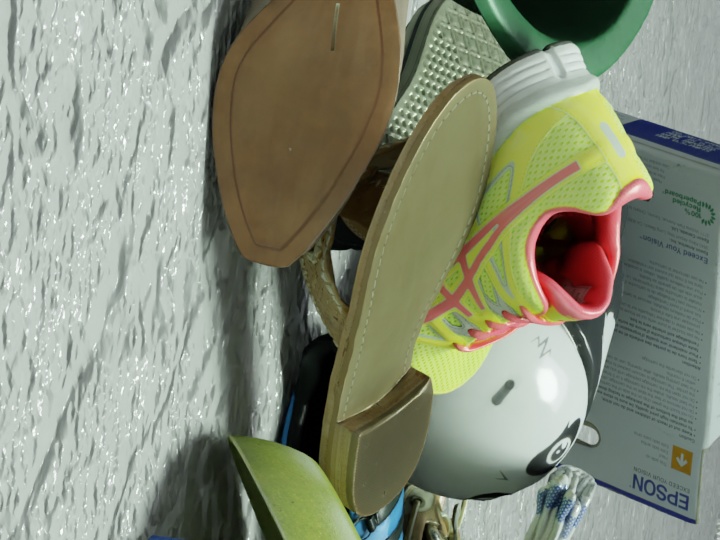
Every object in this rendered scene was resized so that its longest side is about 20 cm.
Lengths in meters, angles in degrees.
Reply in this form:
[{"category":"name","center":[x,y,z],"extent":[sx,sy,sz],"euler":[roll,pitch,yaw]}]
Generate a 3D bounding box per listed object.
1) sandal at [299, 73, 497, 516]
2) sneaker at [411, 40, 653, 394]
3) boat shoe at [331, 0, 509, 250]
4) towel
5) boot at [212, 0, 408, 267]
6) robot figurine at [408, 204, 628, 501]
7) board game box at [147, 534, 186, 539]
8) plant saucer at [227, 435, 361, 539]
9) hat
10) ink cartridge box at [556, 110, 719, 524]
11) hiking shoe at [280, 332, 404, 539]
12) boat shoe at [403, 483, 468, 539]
[{"category":"sandal","center":[-0.004,0.002,1.227],"extent":[0.078,0.069,0.212],"euler":[-30,140,-45]},{"category":"sneaker","center":[0.065,-0.001,1.263],"extent":[0.078,0.090,0.200],"euler":[-25,154,-34]},{"category":"boat shoe","center":[0.024,-0.070,1.365],"extent":[0.075,0.062,0.200],"euler":[55,34,-15]},{"category":"towel","center":[0.055,0.181,1.386],"extent":[0.201,0.024,0.147],"euler":[-61,174,3]},{"category":"boot","center":[-0.010,-0.111,1.215],"extent":[0.146,0.070,0.201],"euler":[-75,-179,-77]},{"category":"robot figurine","center":[0.066,0.028,1.473],"extent":[0.200,0.124,0.151],"euler":[-66,160,-56]},{"category":"board game box","center":[-0.091,0.213,1.097],"extent":[0.135,0.034,0.201],"euler":[-37,133,-72]},{"category":"plant saucer","center":[-0.001,0.154,1.216],"extent":[0.200,0.031,0.201],"euler":[156,-90,-85]},{"category":"hat","center":[0.027,-0.163,1.320],"extent":[0.200,0.175,0.166],"euler":[43,60,-48]},{"category":"ink cartridge box","center":[0.124,0.011,1.586],"extent":[0.043,0.196,0.201],"euler":[-21,121,-42]},{"category":"hiking shoe","center":[-0.013,0.122,1.339],"extent":[0.087,0.074,0.201],"euler":[24,65,-67]},{"category":"boat shoe","center":[0.019,0.162,1.483],"extent":[0.200,0.062,0.074],"euler":[-68,160,-45]}]
